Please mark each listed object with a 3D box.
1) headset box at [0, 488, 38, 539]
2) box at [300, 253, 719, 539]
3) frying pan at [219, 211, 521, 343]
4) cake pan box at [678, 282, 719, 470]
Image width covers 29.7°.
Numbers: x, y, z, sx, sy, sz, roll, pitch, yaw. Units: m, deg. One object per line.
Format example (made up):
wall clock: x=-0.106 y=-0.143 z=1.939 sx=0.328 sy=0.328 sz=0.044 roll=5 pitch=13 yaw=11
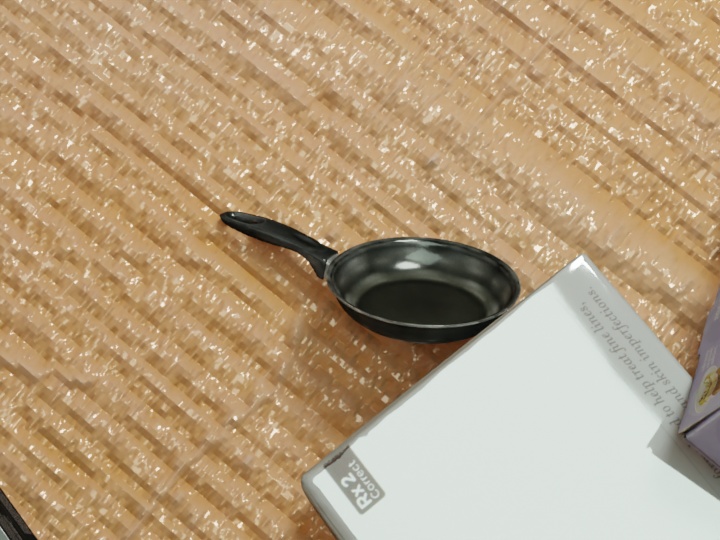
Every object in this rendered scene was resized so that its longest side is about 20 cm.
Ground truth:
headset box: x=-0.259 y=0.225 z=0.759 sx=0.199 sy=0.077 sz=0.149 roll=-37 pitch=80 yaw=-8
box: x=0.102 y=0.137 z=0.745 sx=0.199 sy=0.131 sz=0.199 roll=-38 pitch=80 yaw=-7
frying pan: x=-0.001 y=0.008 z=0.797 sx=0.188 sy=0.115 sz=0.031 roll=5 pitch=116 yaw=5
cake pan box: x=0.266 y=0.077 z=0.725 sx=0.184 sy=0.052 sz=0.200 roll=42 pitch=37 yaw=-4
